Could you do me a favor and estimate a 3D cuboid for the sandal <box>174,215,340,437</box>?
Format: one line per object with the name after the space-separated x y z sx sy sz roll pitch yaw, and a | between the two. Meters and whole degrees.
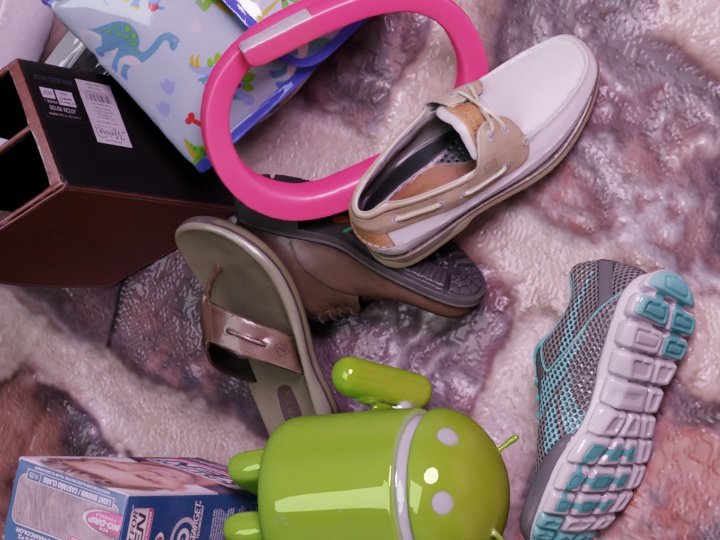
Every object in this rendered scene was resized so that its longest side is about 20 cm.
-0.073 0.054 1.658 0.080 0.057 0.202 -19 98 48 | sandal

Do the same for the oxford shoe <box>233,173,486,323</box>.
0.000 0.000 1.656 0.199 0.073 0.085 21 121 30 | oxford shoe

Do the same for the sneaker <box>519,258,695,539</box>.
0.145 0.083 1.554 0.091 0.077 0.201 30 100 47 | sneaker

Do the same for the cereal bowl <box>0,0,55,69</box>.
-0.295 -0.191 1.826 0.199 0.083 0.202 -22 58 40 | cereal bowl

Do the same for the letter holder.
-0.211 -0.062 1.708 0.142 0.199 0.101 -32 70 28 | letter holder

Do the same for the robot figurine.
0.010 0.152 1.593 0.199 0.116 0.177 -5 68 23 | robot figurine

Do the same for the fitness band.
-0.011 -0.115 1.605 0.199 0.144 0.037 -24 29 -3 | fitness band

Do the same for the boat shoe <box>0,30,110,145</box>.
-0.216 -0.118 1.801 0.066 0.070 0.200 42 108 8 | boat shoe

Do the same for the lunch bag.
-0.090 -0.197 1.660 0.200 0.127 0.170 -41 96 15 | lunch bag

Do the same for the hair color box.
-0.140 0.168 1.647 0.099 0.200 0.061 14 94 32 | hair color box

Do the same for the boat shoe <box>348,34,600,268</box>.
0.076 -0.084 1.568 0.200 0.068 0.075 -44 63 -2 | boat shoe
